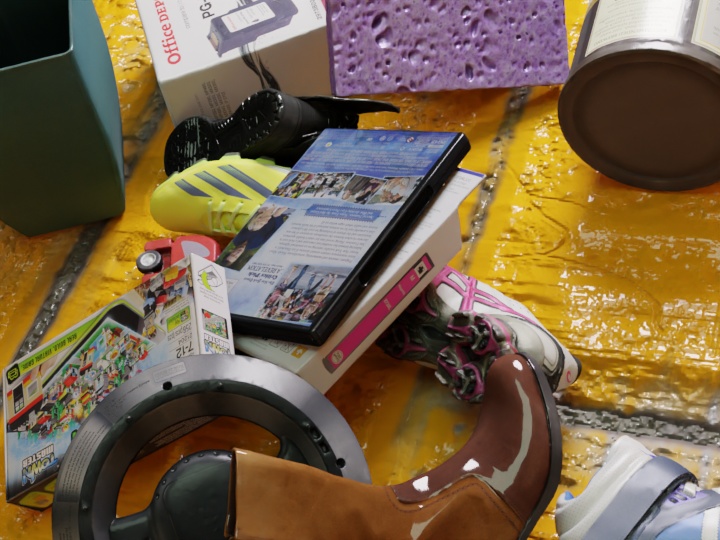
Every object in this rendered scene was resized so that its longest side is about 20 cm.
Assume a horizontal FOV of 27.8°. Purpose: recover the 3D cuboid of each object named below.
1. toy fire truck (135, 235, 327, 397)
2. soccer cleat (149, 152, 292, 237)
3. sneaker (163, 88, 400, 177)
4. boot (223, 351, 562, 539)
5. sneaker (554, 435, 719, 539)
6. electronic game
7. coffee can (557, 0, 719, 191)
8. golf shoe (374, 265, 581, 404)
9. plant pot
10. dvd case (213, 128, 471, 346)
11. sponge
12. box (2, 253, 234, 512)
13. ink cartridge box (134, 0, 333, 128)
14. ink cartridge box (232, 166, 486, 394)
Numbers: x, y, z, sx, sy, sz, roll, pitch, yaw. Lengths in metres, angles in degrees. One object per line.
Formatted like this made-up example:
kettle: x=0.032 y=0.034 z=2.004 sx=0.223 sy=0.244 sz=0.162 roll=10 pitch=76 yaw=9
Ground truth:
toy fire truck: x=-0.097 y=0.050 z=1.083 sx=0.141 sy=0.049 sz=0.200 roll=-9 pitch=48 yaw=7
soccer cleat: x=-0.070 y=-0.044 z=1.136 sx=0.200 sy=0.065 sz=0.084 roll=-1 pitch=52 yaw=7
sneaker: x=-0.067 y=-0.104 z=1.196 sx=0.200 sy=0.104 sz=0.060 roll=-17 pitch=70 yaw=47
boot: x=0.015 y=0.130 z=0.884 sx=0.200 sy=0.068 sz=0.188 roll=11 pitch=86 yaw=-17
sneaker: x=0.218 y=0.143 z=0.893 sx=0.200 sy=0.081 sz=0.147 roll=-27 pitch=53 yaw=-1
electronic game: x=-0.090 y=0.151 z=0.904 sx=0.200 sy=0.042 sz=0.200 roll=1 pitch=80 yaw=-5
coffee can: x=0.243 y=-0.182 z=1.121 sx=0.146 sy=0.146 sz=0.200 roll=5 pitch=52 yaw=20
golf shoe: x=0.071 y=0.041 z=1.042 sx=0.092 sy=0.073 sz=0.200 roll=6 pitch=20 yaw=-36
plant pot: x=-0.267 y=-0.131 z=1.183 sx=0.141 sy=0.200 sz=0.141 roll=-13 pitch=48 yaw=3
dvd case: x=-0.026 y=-0.030 z=1.033 sx=0.143 sy=0.018 sz=0.200 roll=7 pitch=49 yaw=43
sponge: x=0.071 y=-0.201 z=1.177 sx=0.200 sy=0.112 sz=0.030 roll=-5 pitch=9 yaw=-13
box: x=-0.171 y=0.081 z=1.015 sx=0.200 sy=0.035 sz=0.110 roll=-30 pitch=53 yaw=28
ink cartridge box: x=-0.087 y=-0.210 z=1.277 sx=0.200 sy=0.084 sz=0.145 roll=-20 pitch=48 yaw=-2
ink cartridge box: x=0.000 y=0.000 z=1.020 sx=0.200 sy=0.037 sz=0.095 roll=-47 pitch=37 yaw=-18
